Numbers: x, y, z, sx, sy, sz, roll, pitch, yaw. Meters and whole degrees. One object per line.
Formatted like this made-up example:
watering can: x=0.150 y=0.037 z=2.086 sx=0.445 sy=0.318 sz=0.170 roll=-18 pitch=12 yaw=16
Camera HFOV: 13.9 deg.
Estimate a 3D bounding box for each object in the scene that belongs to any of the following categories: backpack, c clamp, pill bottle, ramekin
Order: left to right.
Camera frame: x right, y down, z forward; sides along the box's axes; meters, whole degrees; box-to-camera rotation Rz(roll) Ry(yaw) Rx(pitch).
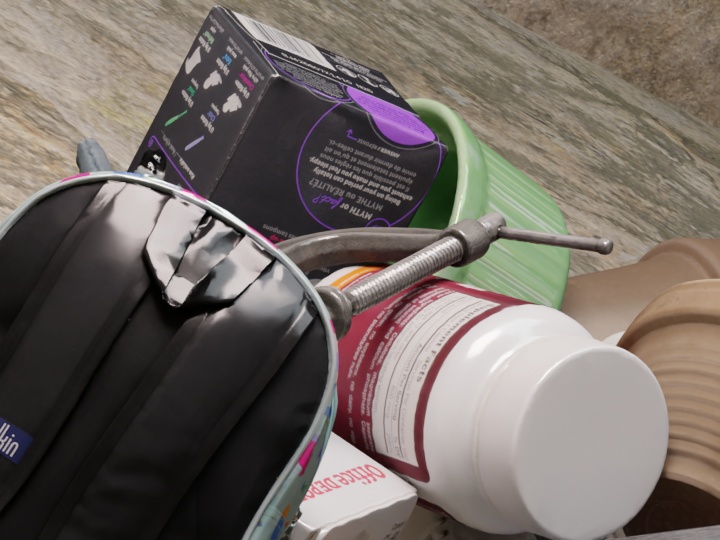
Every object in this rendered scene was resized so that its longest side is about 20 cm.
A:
backpack: x=-0.103 y=0.067 z=1.231 sx=0.177 sy=0.201 sz=0.151 roll=30 pitch=-6 yaw=7
c clamp: x=0.000 y=0.000 z=1.459 sx=0.170 sy=0.027 sz=0.200 roll=6 pitch=20 yaw=38
ramekin: x=0.030 y=0.011 z=1.709 sx=0.097 sy=0.200 sz=0.200 roll=30 pitch=12 yaw=-28
pill bottle: x=0.054 y=0.066 z=1.465 sx=0.114 sy=0.115 sz=0.200 roll=19 pitch=-1 yaw=-36

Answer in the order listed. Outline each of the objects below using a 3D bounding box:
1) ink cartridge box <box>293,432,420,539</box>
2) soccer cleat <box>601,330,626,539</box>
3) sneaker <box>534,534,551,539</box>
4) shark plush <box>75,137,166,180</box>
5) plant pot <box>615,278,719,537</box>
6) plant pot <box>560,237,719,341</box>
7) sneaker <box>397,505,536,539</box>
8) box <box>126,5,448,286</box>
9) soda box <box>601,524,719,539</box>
ink cartridge box: x=-0.092 y=0.093 z=1.392 sx=0.200 sy=0.086 sz=0.147 roll=34 pitch=14 yaw=16
soccer cleat: x=0.159 y=0.125 z=1.598 sx=0.069 sy=0.201 sz=0.078 roll=-9 pitch=32 yaw=-2
sneaker: x=0.082 y=0.151 z=1.596 sx=0.079 sy=0.076 sz=0.200 roll=17 pitch=7 yaw=-6
shark plush: x=-0.104 y=-0.017 z=1.408 sx=0.090 sy=0.084 sz=0.200 roll=24 pitch=14 yaw=-9
plant pot: x=0.194 y=0.110 z=1.460 sx=0.200 sy=0.201 sz=0.093 roll=34 pitch=56 yaw=16
plant pot: x=0.147 y=0.079 z=1.775 sx=0.174 sy=0.201 sz=0.200 roll=2 pitch=25 yaw=-23
sneaker: x=0.049 y=0.159 z=1.460 sx=0.084 sy=0.073 sz=0.200 roll=24 pitch=15 yaw=-35
box: x=-0.061 y=-0.022 z=1.614 sx=0.122 sy=0.201 sz=0.106 roll=21 pitch=16 yaw=-30
soda box: x=0.128 y=0.166 z=1.355 sx=0.199 sy=0.071 sz=0.063 roll=-5 pitch=39 yaw=-13
